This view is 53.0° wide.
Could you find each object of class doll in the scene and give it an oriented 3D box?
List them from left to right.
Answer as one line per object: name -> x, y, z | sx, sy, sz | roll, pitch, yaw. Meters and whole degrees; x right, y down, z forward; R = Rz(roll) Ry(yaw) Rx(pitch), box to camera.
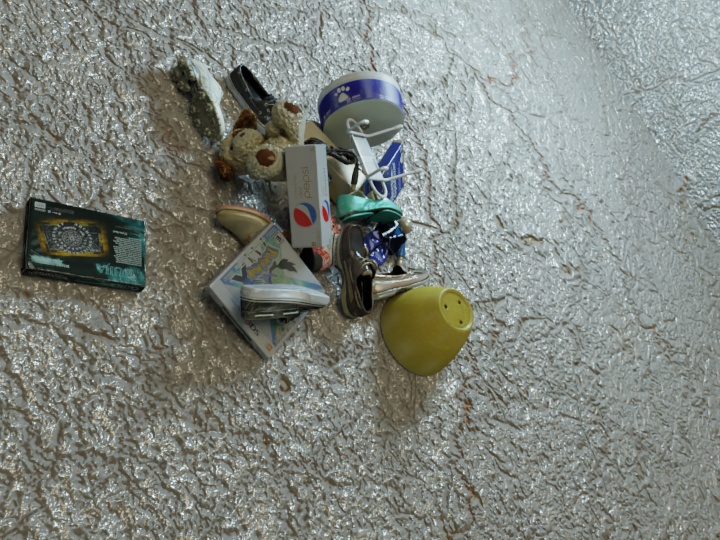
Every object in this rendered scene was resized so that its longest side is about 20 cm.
doll -> 0.062, -0.066, 1.680 | 0.137, 0.048, 0.200 | 58, 44, -10

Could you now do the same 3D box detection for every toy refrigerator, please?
toy refrigerator -> -0.078, -0.238, 1.656 | 0.200, 0.070, 0.076 | 45, 39, -11

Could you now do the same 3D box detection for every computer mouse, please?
computer mouse -> -0.079, -0.180, 1.588 | 0.140, 0.046, 0.201 | 11, 87, -21

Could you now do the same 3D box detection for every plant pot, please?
plant pot -> 0.165, 0.113, 1.591 | 0.199, 0.142, 0.201 | 21, 52, -30

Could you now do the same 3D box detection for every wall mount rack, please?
wall mount rack -> 0.051, -0.265, 1.624 | 0.173, 0.074, 0.201 | -8, 74, -59

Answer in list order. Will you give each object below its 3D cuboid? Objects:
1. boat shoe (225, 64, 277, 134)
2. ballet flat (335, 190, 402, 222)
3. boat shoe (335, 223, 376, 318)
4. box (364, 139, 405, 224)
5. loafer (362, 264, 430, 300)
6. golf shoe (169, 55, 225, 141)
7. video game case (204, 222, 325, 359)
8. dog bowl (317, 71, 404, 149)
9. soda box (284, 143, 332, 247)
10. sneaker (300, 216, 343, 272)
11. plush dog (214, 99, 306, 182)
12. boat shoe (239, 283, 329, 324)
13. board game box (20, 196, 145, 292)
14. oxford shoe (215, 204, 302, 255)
boat shoe -> -0.218, -0.377, 1.622 | 0.200, 0.066, 0.070 | 53, 44, -1
ballet flat -> 0.020, -0.146, 1.607 | 0.199, 0.067, 0.071 | -5, 75, -48
boat shoe -> 0.000, 0.000, 1.523 | 0.074, 0.073, 0.201 | -9, 96, -47
box -> 0.061, -0.210, 1.727 | 0.032, 0.122, 0.200 | 12, 43, 20
loafer -> 0.082, 0.015, 1.623 | 0.199, 0.072, 0.063 | -19, 100, -42
golf shoe -> -0.318, -0.365, 1.530 | 0.097, 0.078, 0.201 | -13, 74, -50
video game case -> -0.177, 0.037, 1.389 | 0.183, 0.022, 0.200 | 53, 51, -18
dog bowl -> 0.002, -0.372, 1.698 | 0.199, 0.200, 0.079 | 8, 61, -36
soda box -> -0.102, -0.147, 1.431 | 0.064, 0.068, 0.201 | -35, 123, -70
sneaker -> -0.083, -0.103, 1.531 | 0.108, 0.067, 0.203 | -14, 102, -47
plush dog -> -0.210, -0.245, 1.497 | 0.171, 0.161, 0.201 | 12, 59, 15
boat shoe -> -0.146, 0.065, 1.359 | 0.199, 0.072, 0.071 | 5, 100, -41
board game box -> -0.467, -0.041, 1.234 | 0.199, 0.028, 0.136 | 12, 58, -35
oxford shoe -> -0.203, -0.063, 1.442 | 0.199, 0.071, 0.074 | 28, 55, -23
